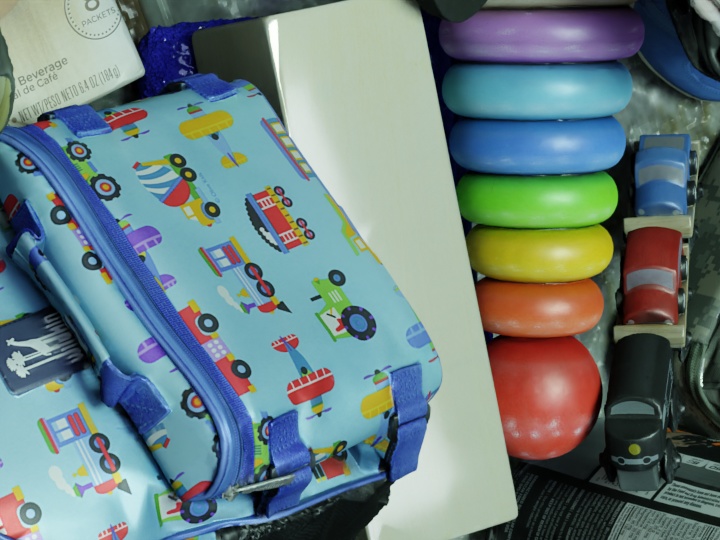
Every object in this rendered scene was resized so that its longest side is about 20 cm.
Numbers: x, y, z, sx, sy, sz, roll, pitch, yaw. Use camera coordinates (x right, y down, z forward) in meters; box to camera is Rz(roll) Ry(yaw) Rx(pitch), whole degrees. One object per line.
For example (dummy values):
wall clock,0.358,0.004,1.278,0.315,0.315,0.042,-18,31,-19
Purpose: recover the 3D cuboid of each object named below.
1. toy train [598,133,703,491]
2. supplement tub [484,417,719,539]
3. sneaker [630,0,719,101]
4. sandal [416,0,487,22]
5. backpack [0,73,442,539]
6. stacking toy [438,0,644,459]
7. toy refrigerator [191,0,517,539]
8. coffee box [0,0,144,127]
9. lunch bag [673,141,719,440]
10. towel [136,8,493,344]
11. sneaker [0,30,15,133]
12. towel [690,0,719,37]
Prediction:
toy train,0.121,0.007,0.959,0.200,0.034,0.046,-77,159,-46
supplement tub,0.150,0.132,0.930,0.122,0.200,0.123,-5,99,-33
sneaker,0.156,-0.104,0.944,0.077,0.111,0.200,-24,147,-2
sandal,0.081,-0.172,0.849,0.200,0.045,0.075,-62,149,-20
backpack,-0.100,0.039,0.769,0.200,0.135,0.183,-15,65,-40
stacking toy,0.071,-0.024,0.906,0.085,0.085,0.201,-5,98,-31
toy refrigerator,0.000,0.000,0.865,0.070,0.076,0.201,-15,97,-24
coffee box,-0.174,-0.135,0.804,0.114,0.080,0.200,-30,106,-27
lunch bag,0.231,0.011,1.001,0.139,0.168,0.200,40,72,-25
towel,-0.010,-0.006,0.924,0.147,0.050,0.201,-11,97,-31
sneaker,-0.194,-0.050,0.719,0.089,0.200,0.077,-43,121,-50
towel,0.126,-0.196,0.826,0.200,0.032,0.191,46,50,-19
